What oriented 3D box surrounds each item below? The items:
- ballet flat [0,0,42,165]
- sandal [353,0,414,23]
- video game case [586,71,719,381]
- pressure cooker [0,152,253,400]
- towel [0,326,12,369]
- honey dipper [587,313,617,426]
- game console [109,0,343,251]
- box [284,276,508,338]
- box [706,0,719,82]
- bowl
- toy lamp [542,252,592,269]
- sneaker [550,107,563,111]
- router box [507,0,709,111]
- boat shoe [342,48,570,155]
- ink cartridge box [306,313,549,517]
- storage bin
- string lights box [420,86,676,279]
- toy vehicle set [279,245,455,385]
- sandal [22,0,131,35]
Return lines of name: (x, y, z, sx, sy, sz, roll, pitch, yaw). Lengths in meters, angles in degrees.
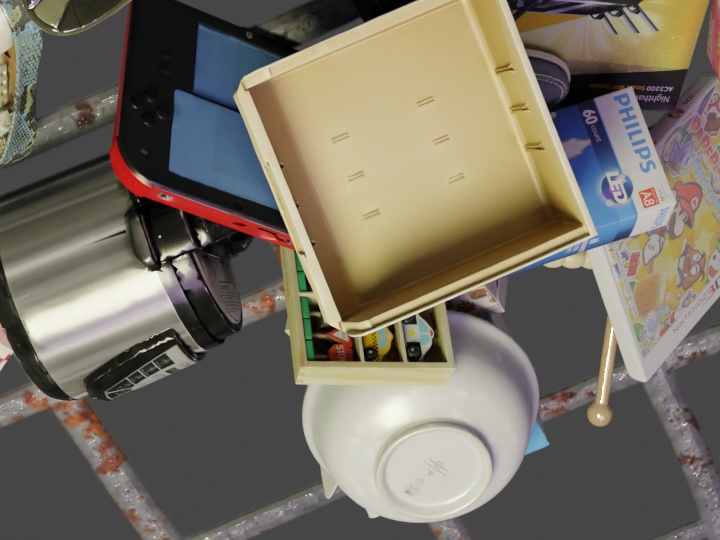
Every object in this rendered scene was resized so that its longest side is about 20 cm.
ballet flat: (-0.275, -0.155, 1.455, 0.074, 0.075, 0.201, -3, 130, -9)
sandal: (0.017, -0.211, 1.480, 0.048, 0.076, 0.201, 8, 135, 18)
video game case: (0.263, -0.034, 1.640, 0.182, 0.023, 0.201, -46, 135, -23)
pressure cooker: (-0.178, -0.008, 1.528, 0.199, 0.177, 0.179, -21, 129, 5)
towel: (-0.386, 0.081, 1.671, 0.143, 0.023, 0.200, 24, 121, -27)
honey dipper: (0.218, 0.037, 1.664, 0.038, 0.038, 0.202, 2, 104, -14)
game console: (-0.091, -0.111, 1.472, 0.199, 0.178, 0.031, 20, 147, -26)
box: (0.030, 0.028, 1.654, 0.199, 0.042, 0.039, -14, 138, 29)
box: (0.331, -0.229, 1.508, 0.099, 0.096, 0.201, -9, 131, -5)
bowl: (0.055, 0.137, 1.598, 0.199, 0.091, 0.203, -3, 123, -5)
toy lamp: (0.135, -0.013, 1.677, 0.198, 0.058, 0.059, 5, 129, -15)
sneaker: (0.142, -0.078, 1.597, 0.198, 0.096, 0.080, -4, 131, -8)
router box: (0.167, -0.205, 1.523, 0.198, 0.052, 0.158, 1, 130, -12)
boat shoe: (0.070, -0.120, 1.494, 0.198, 0.062, 0.073, -8, 139, -11)
ink cartridge box: (0.042, 0.110, 1.713, 0.199, 0.129, 0.126, -23, 130, 8)
storage bin: (0.035, -0.082, 1.408, 0.197, 0.094, 0.201, -23, 96, -6)
string lights box: (0.131, -0.059, 1.512, 0.198, 0.104, 0.059, -18, 164, -4)
toy vehicle set: (0.000, 0.000, 1.566, 0.123, 0.201, 0.027, 0, 146, -13)
sandal: (-0.156, -0.238, 1.423, 0.200, 0.057, 0.080, -27, 96, -6)
